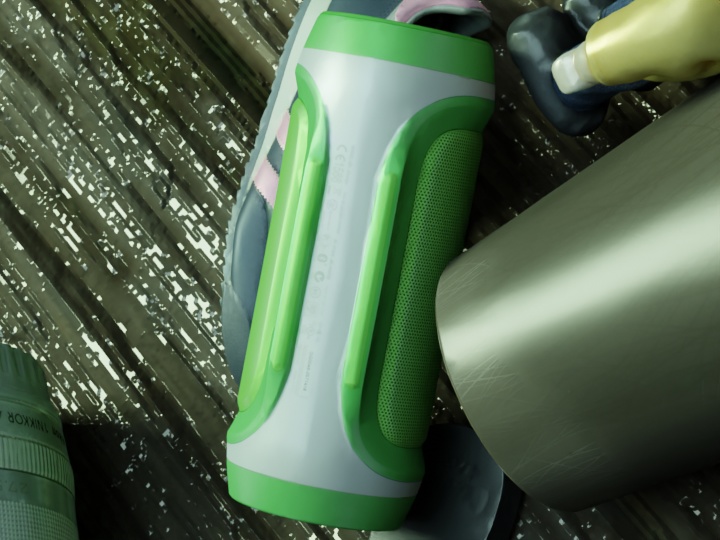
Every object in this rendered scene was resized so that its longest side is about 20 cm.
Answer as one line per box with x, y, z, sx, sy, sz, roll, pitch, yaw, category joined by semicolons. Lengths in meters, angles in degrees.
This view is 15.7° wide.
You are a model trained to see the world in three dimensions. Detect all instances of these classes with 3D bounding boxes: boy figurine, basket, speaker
0.125;-0.106;0.987;0.124;0.200;0.065;-34;90;-23;boy figurine
0.139;0.001;0.992;0.199;0.136;0.181;-29;32;28;basket
0.000;0.000;1.061;0.088;0.088;0.201;13;94;33;speaker

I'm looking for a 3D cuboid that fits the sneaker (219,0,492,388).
-0.002;-0.037;1.125;0.082;0.070;0.201;10;83;34;sneaker

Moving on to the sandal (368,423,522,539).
0.012;0.160;1.077;0.076;0.043;0.201;6;79;32;sandal

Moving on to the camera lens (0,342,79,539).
-0.200;0.146;1.140;0.159;0.160;0.201;-19;67;26;camera lens
